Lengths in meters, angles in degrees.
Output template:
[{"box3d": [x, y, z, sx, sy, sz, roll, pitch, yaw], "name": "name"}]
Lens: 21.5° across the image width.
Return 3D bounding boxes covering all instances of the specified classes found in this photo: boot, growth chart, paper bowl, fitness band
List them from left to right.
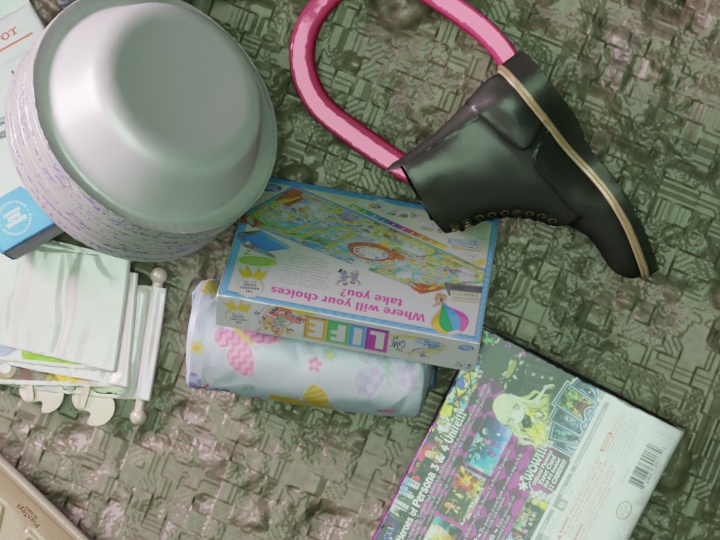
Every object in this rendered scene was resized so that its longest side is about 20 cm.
[{"box3d": [-0.250, 0.038, 1.512, 0.198, 0.018, 0.146, 17, 94, 2], "name": "growth chart"}, {"box3d": [-0.154, -0.116, 1.406, 0.199, 0.104, 0.202, 14, 63, -28], "name": "paper bowl"}, {"box3d": [0.039, -0.151, 1.480, 0.199, 0.037, 0.144, 35, 94, 2], "name": "fitness band"}, {"box3d": [0.124, -0.047, 1.449, 0.138, 0.077, 0.201, -37, 103, 1], "name": "boot"}]

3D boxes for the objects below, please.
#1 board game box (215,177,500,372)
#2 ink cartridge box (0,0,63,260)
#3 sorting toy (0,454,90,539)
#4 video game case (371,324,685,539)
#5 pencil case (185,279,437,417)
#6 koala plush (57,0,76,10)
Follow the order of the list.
[{"box3d": [0.000, 0.000, 1.447, 0.198, 0.135, 0.034, 11, 136, 3], "name": "board game box"}, {"box3d": [-0.273, -0.125, 1.474, 0.115, 0.068, 0.201, -30, 88, -3], "name": "ink cartridge box"}, {"box3d": [-0.312, 0.251, 1.519, 0.185, 0.036, 0.200, 43, 98, 1], "name": "sorting toy"}, {"box3d": [0.129, 0.171, 1.488, 0.180, 0.036, 0.201, 26, 93, 2], "name": "video game case"}, {"box3d": [-0.038, 0.059, 1.470, 0.198, 0.083, 0.092, 6, 75, 2], "name": "pencil case"}, {"box3d": [-0.168, -0.316, 1.429, 0.176, 0.184, 0.202, -7, 80, 3], "name": "koala plush"}]
